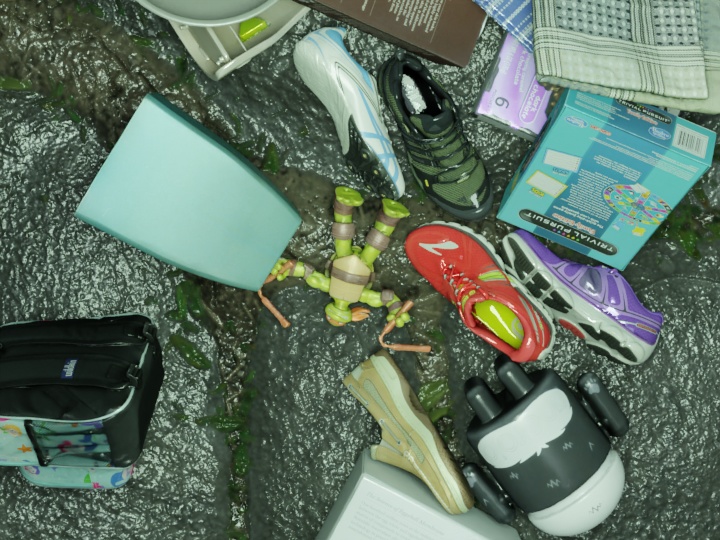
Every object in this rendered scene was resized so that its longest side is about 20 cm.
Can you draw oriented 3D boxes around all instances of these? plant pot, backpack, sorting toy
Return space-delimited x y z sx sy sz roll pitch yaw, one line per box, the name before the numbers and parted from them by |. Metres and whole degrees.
plant pot | -0.169 -0.071 1.199 0.199 0.141 0.142 32 94 -10
backpack | -0.313 0.132 1.194 0.199 0.178 0.151 3 125 1
sorting toy | -0.123 -0.312 1.201 0.180 0.107 0.201 -32 84 -9

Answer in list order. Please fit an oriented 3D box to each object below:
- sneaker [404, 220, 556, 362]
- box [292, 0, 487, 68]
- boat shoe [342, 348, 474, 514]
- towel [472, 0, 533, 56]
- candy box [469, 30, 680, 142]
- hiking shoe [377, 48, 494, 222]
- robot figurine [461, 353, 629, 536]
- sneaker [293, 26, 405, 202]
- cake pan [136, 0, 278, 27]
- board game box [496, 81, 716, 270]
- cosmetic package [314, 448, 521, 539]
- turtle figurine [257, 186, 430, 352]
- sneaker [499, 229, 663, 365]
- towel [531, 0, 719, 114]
sneaker | 0.122 0.020 1.208 0.200 0.085 0.077 41 113 16
box | 0.032 -0.289 1.170 0.199 0.075 0.101 19 94 -26
boat shoe | 0.046 0.183 1.221 0.076 0.072 0.200 -32 59 -1
towel | 0.210 -0.273 1.161 0.200 0.024 0.145 44 80 1
candy box | 0.241 -0.204 1.213 0.199 0.072 0.168 22 94 -1
hiking shoe | 0.077 -0.137 1.206 0.076 0.101 0.201 -32 94 4
robot figurine | 0.193 0.186 1.223 0.200 0.125 0.150 52 134 -3
sneaker | 0.001 -0.167 1.224 0.072 0.072 0.201 -33 102 -25
cake pan | -0.151 -0.328 1.128 0.199 0.037 0.201 1 79 -6
board game box | 0.244 -0.095 1.166 0.150 0.200 0.047 23 57 -1
cosmetic package | 0.044 0.334 1.235 0.199 0.123 0.201 29 96 -2
turtle figurine | 0.000 0.000 1.235 0.199 0.064 0.162 20 109 6
sneaker | 0.238 0.019 1.243 0.200 0.081 0.084 38 68 -1
towel | 0.262 -0.251 1.114 0.199 0.035 0.194 8 64 -11
